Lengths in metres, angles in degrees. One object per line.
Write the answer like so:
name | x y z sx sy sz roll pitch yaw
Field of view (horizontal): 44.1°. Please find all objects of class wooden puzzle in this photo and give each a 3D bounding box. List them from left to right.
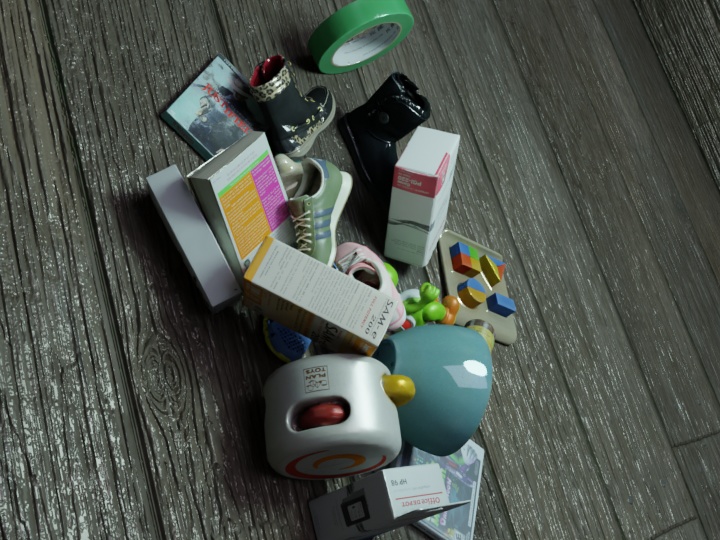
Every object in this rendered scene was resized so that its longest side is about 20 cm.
wooden puzzle | 0.235 0.028 1.723 0.185 0.046 0.201 22 51 -36

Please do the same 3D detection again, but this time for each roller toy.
roller toy | -0.040 0.195 1.215 0.182 0.200 0.140 13 56 -34

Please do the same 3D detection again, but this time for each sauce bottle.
sauce bottle | 0.191 0.174 1.571 0.065 0.065 0.200 43 43 -18

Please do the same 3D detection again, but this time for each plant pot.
plant pot | 0.085 0.165 1.340 0.134 0.200 0.201 21 51 -24

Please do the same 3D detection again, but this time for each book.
book | -0.155 -0.080 1.277 0.134 0.048 0.201 -44 131 -37

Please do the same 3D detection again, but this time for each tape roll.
tape roll | 0.001 -0.440 1.660 0.200 0.200 0.048 -18 80 -50

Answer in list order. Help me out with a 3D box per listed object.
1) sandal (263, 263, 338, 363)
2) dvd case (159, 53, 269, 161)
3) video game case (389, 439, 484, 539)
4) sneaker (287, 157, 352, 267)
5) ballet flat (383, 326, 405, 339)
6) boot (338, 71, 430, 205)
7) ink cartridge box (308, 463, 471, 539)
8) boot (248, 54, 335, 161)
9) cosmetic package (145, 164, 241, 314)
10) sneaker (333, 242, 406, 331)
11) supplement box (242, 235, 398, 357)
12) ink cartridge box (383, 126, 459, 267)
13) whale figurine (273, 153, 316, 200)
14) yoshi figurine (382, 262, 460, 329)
sandal | -0.086 0.048 1.344 0.079 0.087 0.201 37 46 -26
dvd case | -0.223 -0.254 1.447 0.146 0.022 0.200 45 40 -16
video game case | 0.123 0.329 1.429 0.182 0.023 0.200 39 43 -22
sneaker | -0.078 -0.075 1.313 0.090 0.067 0.201 32 65 -41
ballet flat | 0.029 0.108 1.433 0.200 0.068 0.073 22 66 -39
boot | 0.063 -0.240 1.620 0.076 0.168 0.201 -21 82 -50
ink cartridge box | 0.039 0.314 1.211 0.116 0.200 0.067 6 61 -44
boot | -0.115 -0.296 1.508 0.200 0.073 0.151 -62 140 -40
cosmetic package | -0.234 -0.041 1.244 0.051 0.083 0.201 -27 85 -15
sneaker | 0.000 0.000 1.400 0.200 0.075 0.105 55 -1 43
supplement box | -0.059 0.045 1.218 0.199 0.126 0.074 26 70 1
ink cartridge box | 0.108 -0.130 1.572 0.084 0.201 0.146 15 41 13
whale figurine | -0.134 -0.106 1.395 0.199 0.104 0.160 -10 111 -28
yoshi figurine | 0.073 0.038 1.511 0.199 0.112 0.112 10 43 -40
